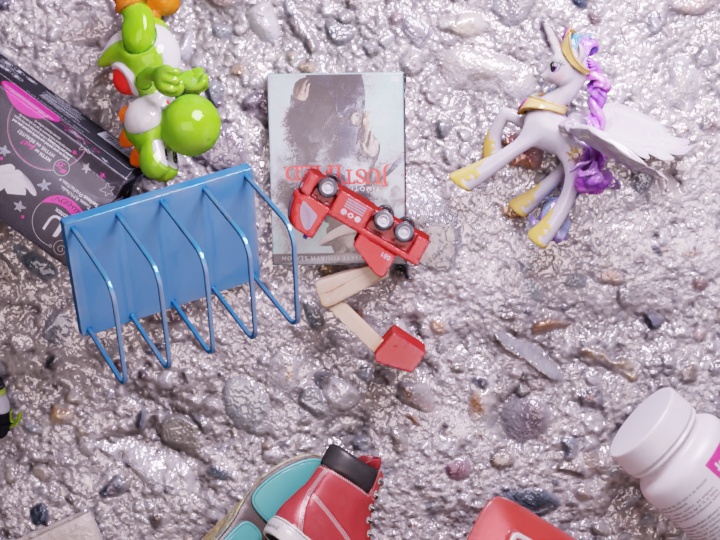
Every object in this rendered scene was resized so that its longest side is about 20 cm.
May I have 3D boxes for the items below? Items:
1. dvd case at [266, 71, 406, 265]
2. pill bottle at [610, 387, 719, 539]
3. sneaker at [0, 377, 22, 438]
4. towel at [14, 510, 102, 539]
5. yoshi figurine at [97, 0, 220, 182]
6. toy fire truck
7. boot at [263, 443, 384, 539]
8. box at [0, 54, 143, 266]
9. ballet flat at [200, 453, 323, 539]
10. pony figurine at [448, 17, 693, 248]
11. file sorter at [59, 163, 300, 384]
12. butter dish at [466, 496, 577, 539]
[{"bbox_3d":[-0.024,-0.106,1.439,0.145,0.022,0.201,0,100,2],"label":"dvd case"},{"bbox_3d":[0.363,0.221,1.425,0.200,0.113,0.113,41,98,-4],"label":"pill bottle"},{"bbox_3d":[-0.462,0.175,1.471,0.199,0.072,0.083,-18,99,5],"label":"sneaker"},{"bbox_3d":[-0.358,0.360,1.513,0.199,0.034,0.133,-24,98,4],"label":"towel"},{"bbox_3d":[-0.188,-0.192,1.375,0.112,0.112,0.201,-4,81,-33],"label":"yoshi figurine"},{"bbox_3d":[0.000,0.000,1.419,0.199,0.049,0.141,30,100,-3],"label":"toy fire truck"},{"bbox_3d":[0.004,0.283,1.472,0.144,0.072,0.200,-51,120,-21],"label":"boot"},{"bbox_3d":[-0.333,-0.114,1.393,0.200,0.132,0.115,37,100,-4],"label":"box"},{"bbox_3d":[-0.114,0.268,1.467,0.071,0.071,0.200,47,67,-5],"label":"ballet flat"},{"bbox_3d":[0.215,-0.126,1.376,0.193,0.167,0.200,37,113,4],"label":"pony figurine"},{"bbox_3d":[-0.172,0.006,1.348,0.199,0.123,0.139,-18,130,-22],"label":"file sorter"},{"bbox_3d":[0.164,0.377,1.448,0.199,0.148,0.200,31,57,-2],"label":"butter dish"}]
